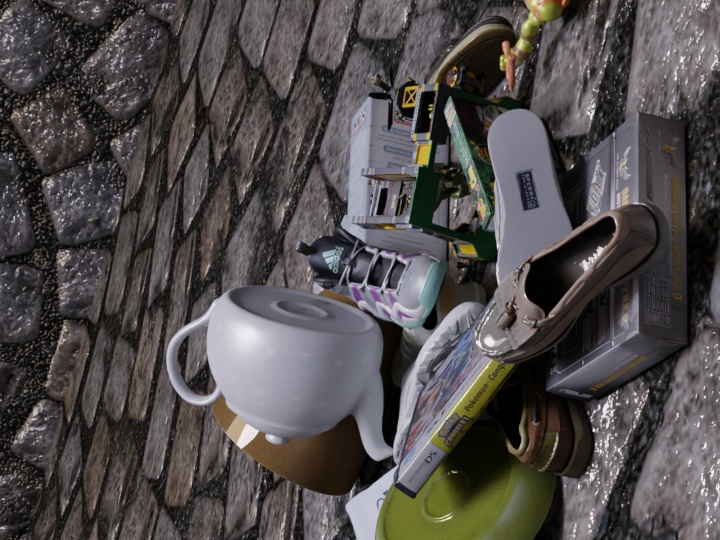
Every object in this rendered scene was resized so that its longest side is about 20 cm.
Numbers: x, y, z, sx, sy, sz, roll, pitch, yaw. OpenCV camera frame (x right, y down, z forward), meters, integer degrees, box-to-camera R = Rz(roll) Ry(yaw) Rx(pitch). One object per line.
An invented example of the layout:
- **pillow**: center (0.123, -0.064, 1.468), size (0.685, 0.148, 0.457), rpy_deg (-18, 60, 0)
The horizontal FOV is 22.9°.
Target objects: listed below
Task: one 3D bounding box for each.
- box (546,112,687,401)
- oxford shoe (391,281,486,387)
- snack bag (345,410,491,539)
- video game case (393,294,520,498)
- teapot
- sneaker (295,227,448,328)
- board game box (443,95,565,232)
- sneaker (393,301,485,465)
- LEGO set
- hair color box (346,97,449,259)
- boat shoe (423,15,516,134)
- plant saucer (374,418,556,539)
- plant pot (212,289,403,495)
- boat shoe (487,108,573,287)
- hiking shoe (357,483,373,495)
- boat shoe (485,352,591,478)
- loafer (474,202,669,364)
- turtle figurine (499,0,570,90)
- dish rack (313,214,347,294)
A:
- **box**: center (0.214, -0.010, 1.497), size (0.158, 0.048, 0.202), rpy_deg (137, 141, -58)
- **oxford shoe**: center (0.068, 0.064, 1.866), size (0.200, 0.057, 0.076), rpy_deg (130, 145, -57)
- **snack bag**: center (0.071, 0.214, 1.666), size (0.200, 0.021, 0.189), rpy_deg (-38, 30, 11)
- **video game case**: center (0.100, 0.092, 1.613), size (0.181, 0.025, 0.200), rpy_deg (-55, 5, 22)
- **teapot**: center (-0.078, 0.108, 1.843), size (0.200, 0.196, 0.147), rpy_deg (36, 116, 60)
- **sneaker**: center (0.000, 0.000, 1.806), size (0.078, 0.139, 0.200), rpy_deg (-67, 14, -13)
- **board game box**: center (0.145, -0.093, 1.666), size (0.201, 0.104, 0.024), rpy_deg (-102, 32, -52)
- **sneaker**: center (0.077, 0.103, 1.791), size (0.100, 0.077, 0.201), rpy_deg (-100, 30, -56)
- **LEGO set**: center (0.072, -0.104, 1.812), size (0.115, 0.153, 0.202), rpy_deg (2, 88, 54)
- **hair color box**: center (0.041, -0.086, 1.969), size (0.061, 0.098, 0.202), rpy_deg (133, 145, -57)
- **boat shoe**: center (0.107, -0.219, 1.905), size (0.200, 0.073, 0.065), rpy_deg (130, 142, -54)
- **plant saucer**: center (0.085, 0.209, 1.604), size (0.199, 0.031, 0.201), rpy_deg (-30, 33, 22)
- **plant pot**: center (-0.039, 0.115, 1.992), size (0.201, 0.185, 0.187), rpy_deg (-59, 23, 14)
- **boat shoe**: center (0.147, -0.037, 1.538), size (0.066, 0.071, 0.202), rpy_deg (56, -158, -69)
- **hiking shoe**: center (0.060, 0.244, 1.775), size (0.200, 0.075, 0.101), rpy_deg (34, 102, 61)
- **boat shoe**: center (0.147, 0.106, 1.590), size (0.200, 0.067, 0.072), rpy_deg (-114, 40, -61)
- **loafer**: center (0.155, 0.007, 1.422), size (0.200, 0.063, 0.072), rpy_deg (-40, 60, 33)
- **turtle figurine**: center (0.181, -0.288, 1.747), size (0.162, 0.064, 0.201), rpy_deg (-95, 15, -59)
- **dish rack**: center (-0.009, 0.024, 2.136), size (0.201, 0.043, 0.172), rpy_deg (-103, 32, -50)
